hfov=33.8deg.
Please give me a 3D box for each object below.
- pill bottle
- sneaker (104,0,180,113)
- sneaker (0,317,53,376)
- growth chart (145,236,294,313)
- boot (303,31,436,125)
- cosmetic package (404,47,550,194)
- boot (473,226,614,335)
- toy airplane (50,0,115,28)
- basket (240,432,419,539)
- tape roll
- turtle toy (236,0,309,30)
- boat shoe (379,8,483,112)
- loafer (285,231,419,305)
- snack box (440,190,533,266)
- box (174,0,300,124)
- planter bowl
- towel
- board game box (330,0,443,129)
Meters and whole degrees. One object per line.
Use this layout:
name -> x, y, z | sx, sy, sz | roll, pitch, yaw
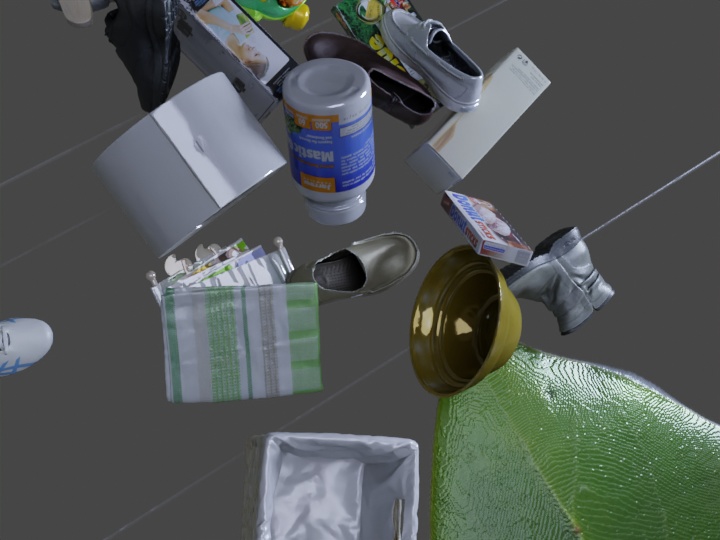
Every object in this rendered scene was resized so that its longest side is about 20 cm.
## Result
pill bottle -> -0.038, -0.158, 1.510 | 0.111, 0.201, 0.112 | -2, 42, 2
sneaker -> -0.273, -0.286, 1.475 | 0.090, 0.201, 0.076 | 11, 43, 2
sneaker -> -0.465, 0.093, 1.407 | 0.199, 0.072, 0.072 | -7, 83, -20
growth chart -> -0.168, 0.030, 1.539 | 0.199, 0.018, 0.146 | -18, 88, -19
boot -> 0.012, -0.260, 1.548 | 0.199, 0.166, 0.073 | 31, 93, -3
cosmetic package -> 0.160, -0.205, 1.632 | 0.071, 0.105, 0.200 | 45, 71, -6
boot -> 0.261, 0.038, 1.654 | 0.199, 0.068, 0.131 | -33, 99, -18
toy airplane -> -0.368, -0.411, 1.488 | 0.198, 0.141, 0.201 | 22, 84, 25
basket -> -0.047, 0.303, 1.465 | 0.199, 0.161, 0.200 | 6, 81, -18
tape roll -> -0.209, -0.129, 1.452 | 0.202, 0.203, 0.139 | -38, 94, -19
turtle toy -> -0.114, -0.424, 1.575 | 0.145, 0.101, 0.201 | 18, 78, -15
boat shoe -> 0.096, -0.295, 1.576 | 0.072, 0.069, 0.200 | -12, 53, -29
loafer -> 0.000, 0.000, 1.565 | 0.199, 0.068, 0.076 | -21, 89, -25
snack box -> 0.164, -0.058, 1.570 | 0.071, 0.200, 0.024 | 13, 109, -15
box -> -0.172, -0.289, 1.532 | 0.200, 0.117, 0.060 | 45, 70, -6
planter bowl -> 0.152, 0.073, 1.552 | 0.083, 0.200, 0.202 | 14, 78, -30
towel -> -0.150, 0.090, 1.499 | 0.199, 0.031, 0.150 | -3, 101, -7
board game box -> 0.056, -0.309, 1.656 | 0.105, 0.023, 0.200 | -36, 94, -16
